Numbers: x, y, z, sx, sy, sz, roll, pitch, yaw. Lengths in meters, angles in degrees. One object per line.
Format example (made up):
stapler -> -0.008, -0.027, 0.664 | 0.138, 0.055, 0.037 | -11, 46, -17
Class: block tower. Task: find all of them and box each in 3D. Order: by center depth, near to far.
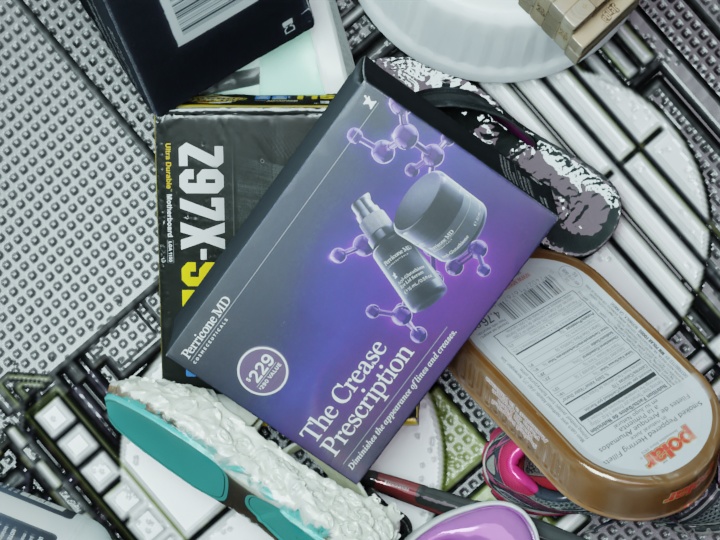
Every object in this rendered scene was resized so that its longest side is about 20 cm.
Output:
block tower -> 0.079, -0.216, 1.420 | 0.058, 0.054, 0.200 | -43, 84, -10

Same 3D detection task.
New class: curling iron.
curling iron -> 0.080, 0.164, 1.516 | 0.199, 0.026, 0.050 | 12, 110, -4

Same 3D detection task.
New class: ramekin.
ramekin -> 0.087, -0.223, 1.499 | 0.200, 0.098, 0.201 | 0, 80, -2

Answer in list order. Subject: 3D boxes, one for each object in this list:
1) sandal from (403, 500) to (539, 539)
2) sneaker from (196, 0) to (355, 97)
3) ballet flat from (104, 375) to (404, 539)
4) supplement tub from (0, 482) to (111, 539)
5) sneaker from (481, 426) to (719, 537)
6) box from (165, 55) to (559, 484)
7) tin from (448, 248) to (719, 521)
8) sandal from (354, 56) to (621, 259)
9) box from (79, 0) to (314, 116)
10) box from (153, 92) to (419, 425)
sandal -> 0.026, 0.211, 1.461 | 0.202, 0.050, 0.083 | -33, 89, -10
sneaker -> -0.081, -0.181, 1.519 | 0.118, 0.074, 0.201 | -16, 79, 9
ballet flat -> -0.059, 0.117, 1.463 | 0.200, 0.072, 0.072 | 36, 86, 7
supplement tub -> -0.232, 0.194, 1.454 | 0.199, 0.140, 0.141 | 22, 86, 2
sneaker -> 0.175, 0.124, 1.494 | 0.199, 0.075, 0.081 | -3, 86, -1
box -> 0.000, 0.000, 1.425 | 0.141, 0.079, 0.200 | 35, 103, -7
tin -> 0.132, 0.065, 1.469 | 0.112, 0.042, 0.200 | -31, 58, -22
sandal -> 0.072, -0.077, 1.521 | 0.200, 0.048, 0.076 | 27, 83, 4
box -> -0.135, -0.229, 1.397 | 0.117, 0.197, 0.200 | -31, 65, -6
box -> -0.043, -0.007, 1.486 | 0.159, 0.049, 0.201 | 1, 105, 2
